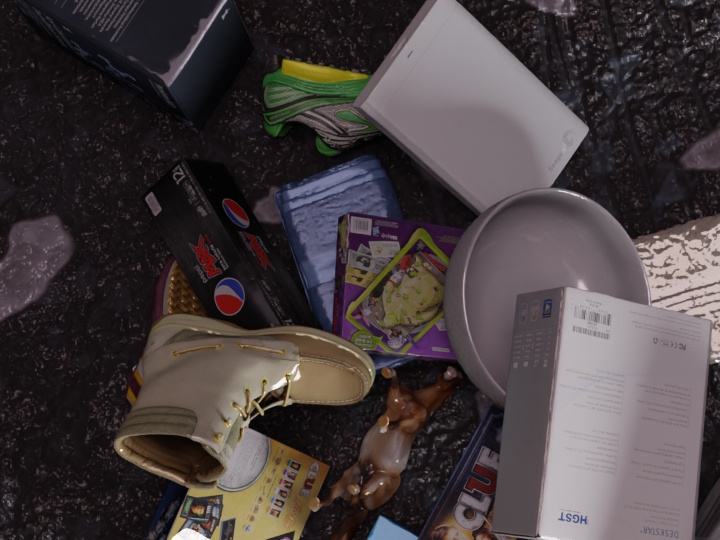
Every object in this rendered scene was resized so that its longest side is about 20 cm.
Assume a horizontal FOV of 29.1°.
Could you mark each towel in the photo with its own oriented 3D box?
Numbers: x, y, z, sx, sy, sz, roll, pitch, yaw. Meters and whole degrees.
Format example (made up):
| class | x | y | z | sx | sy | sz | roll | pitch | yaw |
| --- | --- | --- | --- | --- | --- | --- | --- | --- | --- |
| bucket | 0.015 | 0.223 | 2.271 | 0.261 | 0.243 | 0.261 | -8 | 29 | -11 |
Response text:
| class | x | y | z | sx | sy | sz | roll | pitch | yaw |
| --- | --- | --- | --- | --- | --- | --- | --- | --- | --- |
| towel | 0.000 | 0.000 | 1.288 | 0.111 | 0.049 | 0.201 | -19 | 78 | -2 |
| towel | 0.331 | 0.013 | 1.273 | 0.198 | 0.034 | 0.134 | -16 | 77 | 2 |

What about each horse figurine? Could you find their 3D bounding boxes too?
| class | x | y | z | sx | sy | sz | roll | pitch | yaw |
| --- | --- | --- | --- | --- | --- | --- | --- | --- | --- |
| horse figurine | 0.019 | 0.162 | 1.230 | 0.050 | 0.132 | 0.201 | 28 | 92 | 21 |

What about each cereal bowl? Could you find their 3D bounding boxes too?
| class | x | y | z | sx | sy | sz | roll | pitch | yaw |
| --- | --- | --- | --- | --- | --- | --- | --- | --- | --- |
| cereal bowl | 0.155 | 0.032 | 1.222 | 0.199 | 0.083 | 0.202 | 3 | 82 | -25 |

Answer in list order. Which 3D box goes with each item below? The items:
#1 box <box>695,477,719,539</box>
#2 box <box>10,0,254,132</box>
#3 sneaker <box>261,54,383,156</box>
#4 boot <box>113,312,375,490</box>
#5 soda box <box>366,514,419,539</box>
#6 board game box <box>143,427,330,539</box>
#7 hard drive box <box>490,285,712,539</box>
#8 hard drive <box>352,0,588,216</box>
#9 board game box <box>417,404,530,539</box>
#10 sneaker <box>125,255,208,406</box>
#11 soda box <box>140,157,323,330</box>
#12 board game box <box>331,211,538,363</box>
| class | x | y | z | sx | sy | sz | roll | pitch | yaw |
| --- | --- | --- | --- | --- | --- | --- | --- | --- | --- |
| box | 0.324 | 0.275 | 1.137 | 0.130 | 0.199 | 0.201 | 33 | 83 | 8 |
| box | -0.216 | -0.240 | 1.297 | 0.199 | 0.148 | 0.107 | 31 | 83 | 9 |
| sneaker | 0.002 | -0.146 | 1.311 | 0.198 | 0.078 | 0.086 | 11 | 95 | 8 |
| boot | -0.092 | 0.112 | 1.140 | 0.198 | 0.072 | 0.155 | 9 | 36 | 1 |
| soda box | 0.088 | 0.294 | 1.218 | 0.199 | 0.064 | 0.068 | 29 | 82 | 8 |
| board game box | -0.121 | 0.238 | 1.215 | 0.135 | 0.034 | 0.201 | 31 | 79 | -37 |
| hard drive box | 0.200 | 0.128 | 1.144 | 0.155 | 0.077 | 0.202 | 13 | 78 | -24 |
| hard drive | 0.104 | -0.140 | 1.267 | 0.200 | 0.026 | 0.132 | 39 | 82 | -23 |
| board game box | 0.128 | 0.227 | 1.190 | 0.135 | 0.035 | 0.200 | 27 | 53 | 8 |
| sneaker | -0.178 | 0.079 | 1.272 | 0.090 | 0.075 | 0.201 | -26 | 50 | 37 |
| soda box | -0.117 | -0.005 | 1.268 | 0.063 | 0.071 | 0.201 | -39 | 71 | 23 |
| board game box | 0.071 | 0.021 | 1.244 | 0.199 | 0.032 | 0.121 | 8 | 75 | -24 |
